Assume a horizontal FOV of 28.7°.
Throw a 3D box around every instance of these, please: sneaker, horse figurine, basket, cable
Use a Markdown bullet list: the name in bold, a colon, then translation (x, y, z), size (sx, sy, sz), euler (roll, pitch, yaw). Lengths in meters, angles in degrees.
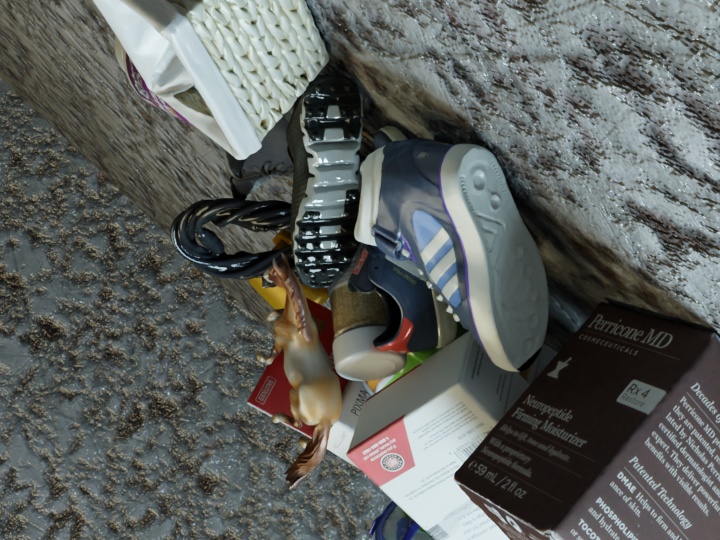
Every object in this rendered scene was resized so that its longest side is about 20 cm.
- **sneaker**: translation (-0.072, -0.097, 1.432), size (0.200, 0.116, 0.075), euler (42, 170, 7)
- **sneaker**: translation (0.066, -0.015, 1.163), size (0.146, 0.080, 0.202), euler (3, 121, 47)
- **sneaker**: translation (0.024, -0.023, 1.239), size (0.075, 0.084, 0.202), euler (176, 81, -79)
- **sneaker**: translation (-0.034, -0.086, 1.280), size (0.091, 0.066, 0.202), euler (-122, 32, -65)
- **horse figurine**: translation (-0.058, 0.097, 1.322), size (0.132, 0.049, 0.202), euler (-39, 63, 62)
- **basket**: translation (-0.125, -0.210, 1.153), size (0.135, 0.123, 0.200), euler (38, 168, 27)
- **cable**: translation (-0.104, -0.038, 1.455), size (0.162, 0.051, 0.200), euler (22, 155, -23)

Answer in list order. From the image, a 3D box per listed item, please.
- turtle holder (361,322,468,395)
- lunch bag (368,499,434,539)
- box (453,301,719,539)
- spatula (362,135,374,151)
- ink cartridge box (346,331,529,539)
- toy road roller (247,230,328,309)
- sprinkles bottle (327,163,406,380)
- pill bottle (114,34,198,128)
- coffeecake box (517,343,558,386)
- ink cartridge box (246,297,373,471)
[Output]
- **turtle holder**: translation (0.071, 0.063, 1.424), size (0.141, 0.185, 0.132), euler (42, 126, 14)
- **lunch bag**: translation (0.102, 0.261, 1.395), size (0.160, 0.200, 0.083), euler (28, 128, 15)
- **box**: translation (0.216, 0.162, 1.119), size (0.164, 0.200, 0.166), euler (46, 169, -21)
- **spatula**: translation (-0.002, -0.121, 1.324), size (0.200, 0.021, 0.057), euler (40, 175, 16)
- **ink cartridge box**: translation (0.110, 0.174, 1.258), size (0.200, 0.144, 0.084), euler (45, -147, -15)
- **toy road roller**: translation (-0.046, -0.016, 1.576), size (0.123, 0.146, 0.200), euler (43, 170, -4)
- **sprinkles bottle**: translation (0.000, 0.000, 1.329), size (0.068, 0.067, 0.202), euler (62, -161, -63)
- **pill bottle**: translation (-0.164, -0.203, 1.369), size (0.112, 0.112, 0.200), euler (50, 168, -35)
- **coffeecake box**: translation (0.176, 0.168, 1.333), size (0.199, 0.073, 0.154), euler (33, 126, -6)
- **ink cartridge box**: translation (-0.004, 0.110, 1.464), size (0.175, 0.201, 0.045), euler (30, 126, -2)
